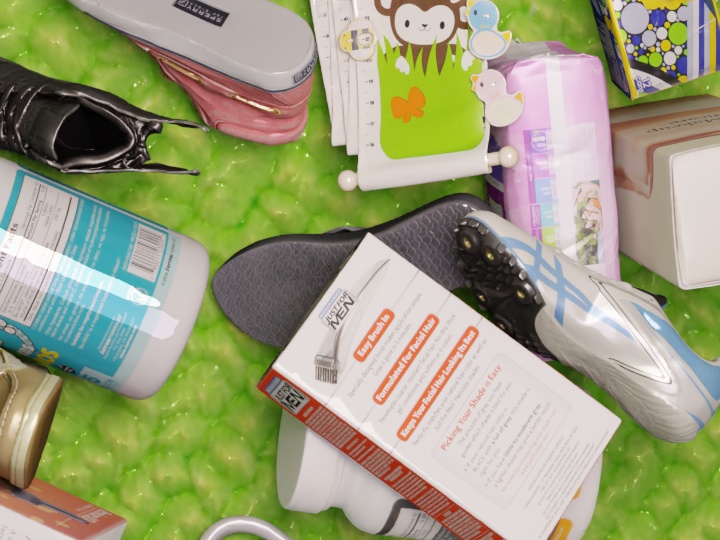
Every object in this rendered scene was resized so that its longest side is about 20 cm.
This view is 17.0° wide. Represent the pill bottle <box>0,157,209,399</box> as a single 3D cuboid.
[{"bbox_3d":[-0.204,-0.002,1.520,0.199,0.111,0.111,23,95,-13],"label":"pill bottle"}]

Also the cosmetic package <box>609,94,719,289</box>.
[{"bbox_3d":[0.216,-0.055,1.546,0.103,0.200,0.088,-9,103,-11],"label":"cosmetic package"}]

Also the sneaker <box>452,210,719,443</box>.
[{"bbox_3d":[0.142,0.026,1.496,0.200,0.072,0.073,38,63,-4],"label":"sneaker"}]

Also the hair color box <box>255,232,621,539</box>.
[{"bbox_3d":[0.048,0.083,1.503,0.200,0.064,0.111,37,69,-2],"label":"hair color box"}]

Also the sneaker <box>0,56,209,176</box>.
[{"bbox_3d":[-0.199,-0.097,1.506,0.198,0.104,0.060,12,96,-13],"label":"sneaker"}]

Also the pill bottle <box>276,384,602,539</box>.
[{"bbox_3d":[0.051,0.121,1.588,0.199,0.116,0.117,8,98,-12],"label":"pill bottle"}]

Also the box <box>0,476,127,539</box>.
[{"bbox_3d":[-0.264,0.166,1.478,0.199,0.152,0.107,24,91,4],"label":"box"}]

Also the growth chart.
[{"bbox_3d":[0.026,-0.147,1.523,0.144,0.018,0.201,-17,82,26],"label":"growth chart"}]

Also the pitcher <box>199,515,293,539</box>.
[{"bbox_3d":[-0.023,0.258,1.608,0.199,0.121,0.173,7,83,-1],"label":"pitcher"}]

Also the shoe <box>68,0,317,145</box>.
[{"bbox_3d":[-0.118,-0.150,1.531,0.199,0.091,0.072,27,61,13],"label":"shoe"}]

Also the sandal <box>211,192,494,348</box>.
[{"bbox_3d":[0.001,0.001,1.571,0.199,0.043,0.077,-13,106,17],"label":"sandal"}]

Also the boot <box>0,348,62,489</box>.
[{"bbox_3d":[-0.265,0.070,1.476,0.154,0.200,0.072,21,91,-13],"label":"boot"}]

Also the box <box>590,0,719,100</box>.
[{"bbox_3d":[0.168,-0.215,1.495,0.070,0.064,0.201,-18,108,-3],"label":"box"}]

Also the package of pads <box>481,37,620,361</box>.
[{"bbox_3d":[0.123,-0.048,1.570,0.075,0.121,0.201,-7,101,-4],"label":"package of pads"}]
